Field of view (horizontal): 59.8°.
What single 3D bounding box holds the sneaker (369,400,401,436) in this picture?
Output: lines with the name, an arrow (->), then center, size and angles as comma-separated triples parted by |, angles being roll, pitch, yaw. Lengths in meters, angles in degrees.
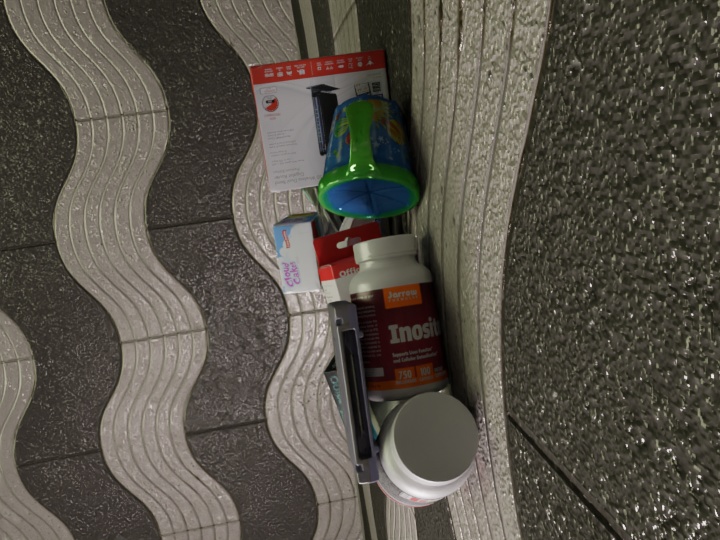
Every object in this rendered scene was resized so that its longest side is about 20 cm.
sneaker -> 0.076, 0.224, 0.946 | 0.200, 0.074, 0.107 | 50, 124, 47

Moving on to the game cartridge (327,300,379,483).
game cartridge -> -0.009, 0.139, 0.762 | 0.130, 0.038, 0.203 | -172, 74, -88

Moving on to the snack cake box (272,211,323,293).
snack cake box -> -0.101, -0.037, 1.116 | 0.200, 0.066, 0.117 | -83, -14, -80

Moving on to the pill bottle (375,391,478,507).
pill bottle -> 0.075, 0.217, 0.753 | 0.201, 0.114, 0.117 | 97, 163, -66

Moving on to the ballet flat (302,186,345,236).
ballet flat -> -0.046, -0.110, 1.070 | 0.067, 0.063, 0.202 | 10, -130, -50

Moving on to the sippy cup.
sippy cup -> 0.011, -0.154, 0.833 | 0.177, 0.138, 0.132 | -29, 57, 57

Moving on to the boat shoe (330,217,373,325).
boat shoe -> 0.000, 0.000, 0.973 | 0.069, 0.070, 0.203 | 159, 118, -67

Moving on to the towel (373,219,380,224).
towel -> -0.002, -0.166, 1.061 | 0.145, 0.024, 0.203 | -144, 51, -60

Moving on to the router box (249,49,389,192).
router box -> -0.052, -0.222, 0.936 | 0.049, 0.197, 0.182 | -127, 28, -76

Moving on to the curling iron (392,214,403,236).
curling iron -> 0.064, -0.006, 0.955 | 0.050, 0.025, 0.202 | -112, 14, -54

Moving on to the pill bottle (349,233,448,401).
pill bottle -> 0.046, 0.060, 0.816 | 0.113, 0.111, 0.203 | 148, 113, -83

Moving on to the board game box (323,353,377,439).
board game box -> 0.002, 0.220, 1.049 | 0.135, 0.028, 0.202 | -56, -50, -62

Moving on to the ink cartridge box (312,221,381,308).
ink cartridge box -> 0.014, 0.036, 0.904 | 0.067, 0.115, 0.203 | -7, 99, 70

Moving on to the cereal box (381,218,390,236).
cereal box -> 0.021, -0.096, 1.144 | 0.144, 0.039, 0.203 | 141, 121, -81
